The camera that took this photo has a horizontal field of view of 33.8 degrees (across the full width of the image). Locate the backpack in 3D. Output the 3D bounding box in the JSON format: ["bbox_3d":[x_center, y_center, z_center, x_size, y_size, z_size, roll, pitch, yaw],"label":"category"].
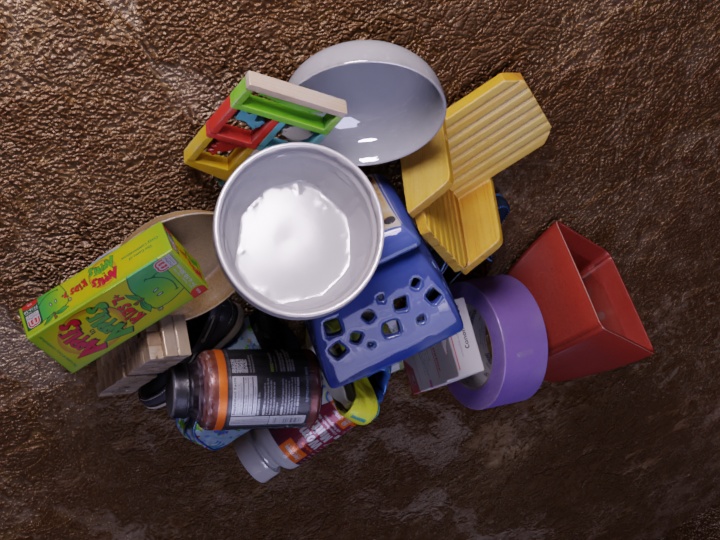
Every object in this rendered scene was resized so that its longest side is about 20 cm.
[{"bbox_3d":[-0.185,0.162,1.704,0.197,0.156,0.163,-20,153,7],"label":"backpack"}]

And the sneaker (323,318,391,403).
[{"bbox_3d":[-0.020,0.160,1.707,0.075,0.106,0.200,12,137,-29],"label":"sneaker"}]

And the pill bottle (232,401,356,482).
[{"bbox_3d":[-0.099,0.243,1.877,0.199,0.110,0.110,-36,145,8],"label":"pill bottle"}]

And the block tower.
[{"bbox_3d":[-0.288,0.112,1.543,0.053,0.059,0.199,-1,160,-34],"label":"block tower"}]

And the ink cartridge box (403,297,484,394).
[{"bbox_3d":[0.124,0.113,1.802,0.067,0.118,0.200,-14,173,-19],"label":"ink cartridge box"}]

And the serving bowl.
[{"bbox_3d":[0.002,-0.207,1.404,0.196,0.067,0.201,-3,150,-2],"label":"serving bowl"}]

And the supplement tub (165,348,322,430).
[{"bbox_3d":[-0.156,0.157,1.570,0.197,0.108,0.108,1,137,-18],"label":"supplement tub"}]

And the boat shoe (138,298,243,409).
[{"bbox_3d":[-0.248,0.109,1.636,0.200,0.073,0.062,-44,140,13],"label":"boat shoe"}]

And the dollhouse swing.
[{"bbox_3d":[0.169,-0.127,1.574,0.174,0.184,0.200,-18,149,19],"label":"dollhouse swing"}]

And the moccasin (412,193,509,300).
[{"bbox_3d":[0.157,-0.026,1.766,0.080,0.069,0.200,12,128,-44],"label":"moccasin"}]

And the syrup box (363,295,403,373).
[{"bbox_3d":[0.008,0.081,1.777,0.078,0.082,0.201,-22,144,-7],"label":"syrup box"}]

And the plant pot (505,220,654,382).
[{"bbox_3d":[0.328,0.072,1.922,0.175,0.202,0.199,-34,147,26],"label":"plant pot"}]

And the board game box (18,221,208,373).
[{"bbox_3d":[-0.291,0.034,1.409,0.198,0.048,0.102,-32,146,3],"label":"board game box"}]

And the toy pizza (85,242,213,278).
[{"bbox_3d":[-0.284,0.021,1.532,0.198,0.032,0.202,-20,145,-14],"label":"toy pizza"}]

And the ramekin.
[{"bbox_3d":[-0.076,-0.038,1.384,0.198,0.203,0.105,-21,174,-12],"label":"ramekin"}]

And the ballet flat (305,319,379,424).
[{"bbox_3d":[-0.037,0.124,1.638,0.066,0.202,0.067,9,134,-47],"label":"ballet flat"}]

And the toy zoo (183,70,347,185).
[{"bbox_3d":[-0.121,-0.153,1.389,0.130,0.021,0.200,13,146,-32],"label":"toy zoo"}]

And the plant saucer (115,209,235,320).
[{"bbox_3d":[-0.229,-0.010,1.471,0.198,0.036,0.202,-19,144,-15],"label":"plant saucer"}]

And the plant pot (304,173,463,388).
[{"bbox_3d":[0.000,0.000,1.555,0.198,0.201,0.181,-24,125,0],"label":"plant pot"}]

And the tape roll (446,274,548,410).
[{"bbox_3d":[0.200,0.112,1.854,0.084,0.201,0.201,-8,140,-27],"label":"tape roll"}]
